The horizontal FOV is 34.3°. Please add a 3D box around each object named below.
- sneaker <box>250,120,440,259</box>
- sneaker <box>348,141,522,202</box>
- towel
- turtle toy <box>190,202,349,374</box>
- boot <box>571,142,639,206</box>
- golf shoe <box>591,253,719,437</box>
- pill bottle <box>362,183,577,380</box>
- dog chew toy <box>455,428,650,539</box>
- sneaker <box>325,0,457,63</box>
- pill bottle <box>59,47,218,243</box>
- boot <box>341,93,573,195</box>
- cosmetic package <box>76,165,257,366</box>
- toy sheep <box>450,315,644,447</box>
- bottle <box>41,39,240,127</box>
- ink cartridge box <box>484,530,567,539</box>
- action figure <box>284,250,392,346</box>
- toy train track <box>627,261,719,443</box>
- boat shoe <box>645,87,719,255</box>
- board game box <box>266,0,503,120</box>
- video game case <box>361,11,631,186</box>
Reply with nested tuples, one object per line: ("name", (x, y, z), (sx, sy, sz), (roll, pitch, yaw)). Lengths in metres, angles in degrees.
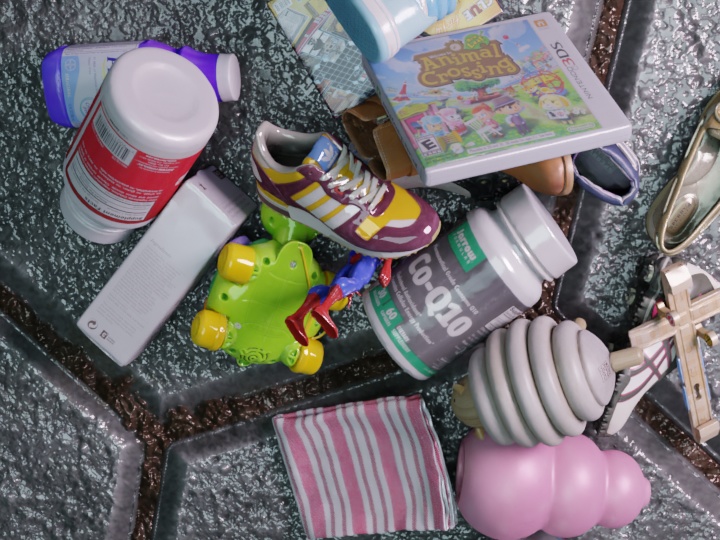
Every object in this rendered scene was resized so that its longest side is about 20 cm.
("sneaker", (-0.018, -0.079, 1.107), (0.197, 0.076, 0.091), (18, 147, 16))
("sneaker", (0.085, -0.112, 1.166), (0.196, 0.072, 0.074), (4, 71, 0))
("towel", (0.000, 0.213, 1.241), (0.197, 0.030, 0.149), (-12, 99, 31))
("turtle toy", (-0.089, 0.007, 1.198), (0.144, 0.101, 0.202), (17, 107, -23))
("boot", (0.192, -0.142, 1.126), (0.199, 0.090, 0.073), (37, 106, 0))
("golf shoe", (0.295, 0.086, 1.175), (0.087, 0.077, 0.203), (18, 107, -6))
("pill bottle", (0.109, 0.010, 1.164), (0.199, 0.113, 0.114), (-37, 96, 14))
("dog chew toy", (0.199, 0.219, 1.199), (0.196, 0.125, 0.127), (7, 104, -1))
("sneaker", (0.019, -0.301, 1.097), (0.129, 0.080, 0.202), (-28, 77, -12))
("pill bottle", (-0.224, -0.113, 1.137), (0.112, 0.112, 0.200), (42, 136, -2))
("boot", (0.088, -0.112, 1.082), (0.153, 0.200, 0.075), (-21, 134, -27))
("cosmetic package", (-0.200, -0.006, 1.214), (0.074, 0.102, 0.200), (41, 107, -3))
("toy sheep", (0.177, 0.105, 1.127), (0.198, 0.138, 0.139), (-24, 99, 22))
("bottle", (-0.223, -0.192, 1.191), (0.196, 0.065, 0.085), (-1, 109, 9))
("ink cartridge box", (0.203, 0.377, 1.218), (0.197, 0.145, 0.147), (21, 106, 4))
("action figure", (0.000, 0.000, 1.146), (0.065, 0.201, 0.052), (-24, 111, 44))
("toy train track", (0.328, 0.087, 1.140), (0.113, 0.033, 0.202), (-24, 116, -10))
("boat shoe", (0.345, -0.106, 1.126), (0.073, 0.063, 0.202), (33, 106, 0))
("board game box", (0.024, -0.260, 1.154), (0.198, 0.035, 0.137), (-30, 97, 14))
("video game case", (0.120, -0.162, 1.067), (0.197, 0.183, 0.022), (-14, 138, -12))
